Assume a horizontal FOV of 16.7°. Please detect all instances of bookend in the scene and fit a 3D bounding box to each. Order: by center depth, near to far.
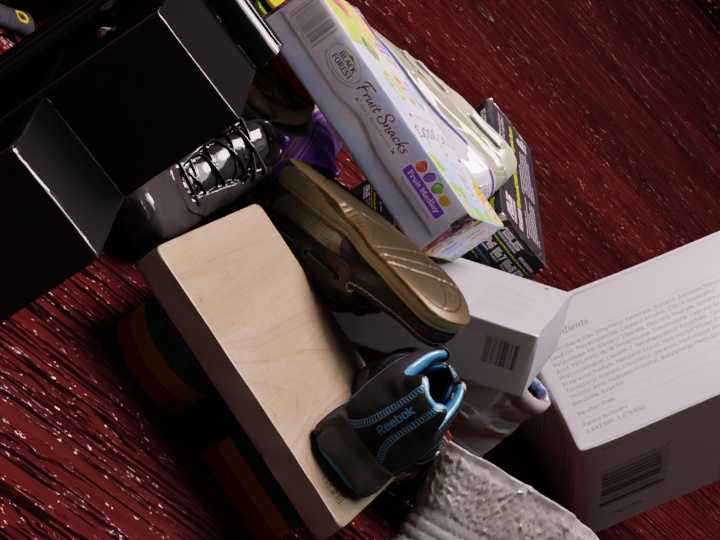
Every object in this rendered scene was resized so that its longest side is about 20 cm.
[{"bbox_3d":[-0.157,-0.073,1.341,0.092,0.198,0.200,52,19,-18],"label":"bookend"}]

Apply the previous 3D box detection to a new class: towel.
[{"bbox_3d":[0.084,0.204,1.619,0.034,0.133,0.200,24,-7,42],"label":"towel"}]

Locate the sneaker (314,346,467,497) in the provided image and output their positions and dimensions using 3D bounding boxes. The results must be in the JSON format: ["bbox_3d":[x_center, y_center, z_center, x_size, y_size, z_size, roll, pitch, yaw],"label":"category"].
[{"bbox_3d":[0.037,0.085,1.538,0.073,0.082,0.200,53,17,-3],"label":"sneaker"}]

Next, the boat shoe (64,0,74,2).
[{"bbox_3d":[-0.199,-0.222,1.711,0.073,0.065,0.200,52,0,-7],"label":"boat shoe"}]

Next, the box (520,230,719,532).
[{"bbox_3d":[0.235,0.094,1.980,0.199,0.199,0.131,82,-16,-64],"label":"box"}]

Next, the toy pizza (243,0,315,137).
[{"bbox_3d":[-0.084,-0.190,1.782,0.200,0.032,0.201,51,23,-30],"label":"toy pizza"}]

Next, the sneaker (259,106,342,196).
[{"bbox_3d":[-0.044,-0.099,1.920,0.200,0.080,0.084,-31,101,-63],"label":"sneaker"}]

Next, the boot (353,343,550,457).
[{"bbox_3d":[0.060,0.069,1.829,0.200,0.095,0.074,38,25,-45],"label":"boot"}]

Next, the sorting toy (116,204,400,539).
[{"bbox_3d":[-0.066,0.071,1.542,0.199,0.069,0.200,56,18,1],"label":"sorting toy"}]

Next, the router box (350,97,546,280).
[{"bbox_3d":[0.064,-0.033,1.927,0.062,0.150,0.200,49,20,-24],"label":"router box"}]

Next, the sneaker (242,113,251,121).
[{"bbox_3d":[-0.123,-0.161,1.805,0.090,0.075,0.201,37,32,-61],"label":"sneaker"}]

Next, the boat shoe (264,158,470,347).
[{"bbox_3d":[-0.001,-0.001,1.642,0.072,0.066,0.201,18,21,-46],"label":"boat shoe"}]

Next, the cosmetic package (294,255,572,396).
[{"bbox_3d":[0.041,0.022,1.756,0.199,0.052,0.151,18,17,11],"label":"cosmetic package"}]

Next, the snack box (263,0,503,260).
[{"bbox_3d":[0.017,-0.103,1.741,0.200,0.053,0.142,57,11,9],"label":"snack box"}]

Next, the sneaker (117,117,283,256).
[{"bbox_3d":[-0.110,-0.069,1.625,0.076,0.090,0.200,66,18,-11],"label":"sneaker"}]

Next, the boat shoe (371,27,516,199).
[{"bbox_3d":[0.035,-0.125,1.855,0.200,0.072,0.062,49,47,12],"label":"boat shoe"}]

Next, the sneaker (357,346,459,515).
[{"bbox_3d":[0.048,0.147,1.706,0.201,0.071,0.098,53,18,-4],"label":"sneaker"}]

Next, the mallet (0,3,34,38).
[{"bbox_3d":[-0.261,-0.181,1.531,0.066,0.041,0.200,62,14,7],"label":"mallet"}]
